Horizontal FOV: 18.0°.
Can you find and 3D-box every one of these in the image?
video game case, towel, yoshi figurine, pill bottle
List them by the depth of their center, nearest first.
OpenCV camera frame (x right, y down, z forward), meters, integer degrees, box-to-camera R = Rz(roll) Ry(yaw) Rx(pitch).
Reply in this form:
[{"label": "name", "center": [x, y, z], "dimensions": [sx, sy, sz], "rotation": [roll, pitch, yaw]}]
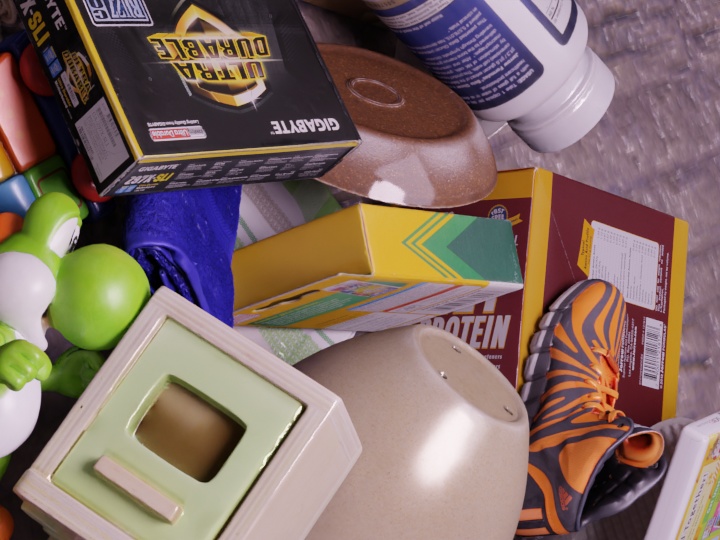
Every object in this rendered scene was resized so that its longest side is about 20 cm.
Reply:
[{"label": "yoshi figurine", "center": [-0.183, 0.057, 1.284], "dimensions": [0.112, 0.112, 0.201], "rotation": [30, 73, -33]}, {"label": "towel", "center": [-0.107, -0.047, 1.427], "dimensions": [0.148, 0.049, 0.201], "rotation": [74, 11, -51]}, {"label": "towel", "center": [-0.054, 0.011, 1.559], "dimensions": [0.150, 0.031, 0.200], "rotation": [54, 42, -25]}, {"label": "video game case", "center": [0.239, 0.184, 1.571], "dimensions": [0.182, 0.023, 0.201], "rotation": [-13, 124, -56]}, {"label": "pill bottle", "center": [0.091, -0.177, 1.615], "dimensions": [0.200, 0.111, 0.112], "rotation": [44, 47, -29]}]

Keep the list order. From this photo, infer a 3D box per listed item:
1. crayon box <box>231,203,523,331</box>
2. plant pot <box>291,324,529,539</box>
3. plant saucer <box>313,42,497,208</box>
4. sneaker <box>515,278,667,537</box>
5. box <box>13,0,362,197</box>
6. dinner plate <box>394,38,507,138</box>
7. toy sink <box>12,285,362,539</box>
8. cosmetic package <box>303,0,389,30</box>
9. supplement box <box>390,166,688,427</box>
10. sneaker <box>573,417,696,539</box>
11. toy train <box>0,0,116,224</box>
[{"label": "crayon box", "center": [0.000, 0.000, 1.510], "dimensions": [0.199, 0.125, 0.052], "rotation": [3, 72, -51]}, {"label": "plant pot", "center": [0.028, 0.113, 1.420], "dimensions": [0.200, 0.135, 0.201], "rotation": [34, 19, -14]}, {"label": "plant saucer", "center": [0.006, -0.109, 1.560], "dimensions": [0.200, 0.200, 0.037], "rotation": [-18, 134, -52]}, {"label": "sneaker", "center": [0.163, 0.094, 1.516], "dimensions": [0.078, 0.112, 0.201], "rotation": [44, 57, -37]}, {"label": "box", "center": [-0.106, -0.130, 1.377], "dimensions": [0.199, 0.049, 0.160], "rotation": [-7, 65, -49]}, {"label": "dinner plate", "center": [0.101, -0.180, 1.727], "dimensions": [0.200, 0.024, 0.201], "rotation": [-31, 137, -34]}, {"label": "toy sink", "center": [-0.111, 0.134, 1.287], "dimensions": [0.201, 0.130, 0.112], "rotation": [-54, 162, -13]}, {"label": "cosmetic package", "center": [-0.018, -0.251, 1.657], "dimensions": [0.199, 0.071, 0.106], "rotation": [14, 69, -48]}, {"label": "supplement box", "center": [0.126, 0.044, 1.662], "dimensions": [0.199, 0.132, 0.199], "rotation": [16, 76, -47]}, {"label": "sneaker", "center": [0.202, 0.203, 1.629], "dimensions": [0.201, 0.075, 0.105], "rotation": [-60, 146, -2]}, {"label": "toy train", "center": [-0.235, -0.101, 1.344], "dimensions": [0.115, 0.084, 0.201], "rotation": [-34, 105, -37]}]
